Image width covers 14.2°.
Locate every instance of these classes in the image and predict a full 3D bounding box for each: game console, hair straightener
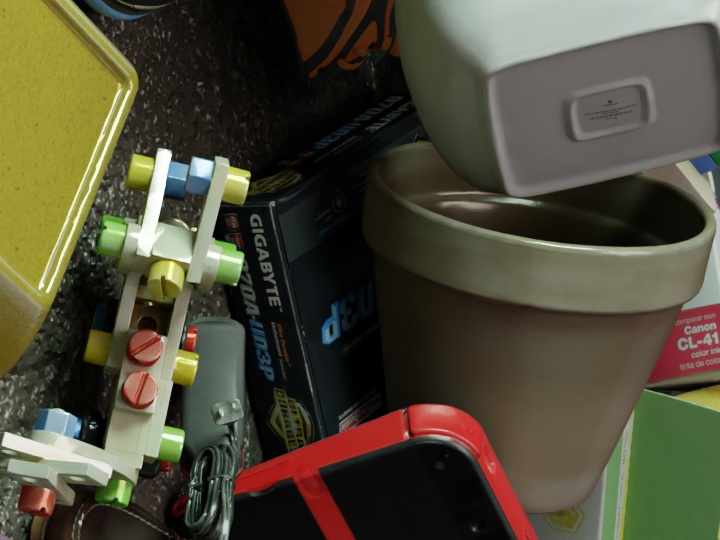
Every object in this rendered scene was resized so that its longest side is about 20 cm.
[{"bbox_3d":[0.011,0.171,1.618,0.031,0.176,0.200,-91,158,-54],"label":"game console"},{"bbox_3d":[-0.082,0.100,1.506,0.077,0.041,0.200,94,1,-48],"label":"hair straightener"}]

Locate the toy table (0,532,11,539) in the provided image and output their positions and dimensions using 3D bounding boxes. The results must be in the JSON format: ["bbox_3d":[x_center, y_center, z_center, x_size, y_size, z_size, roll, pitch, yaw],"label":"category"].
[{"bbox_3d":[-0.157,0.228,1.408,0.184,0.117,0.201,-12,100,-55],"label":"toy table"}]

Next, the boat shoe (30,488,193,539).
[{"bbox_3d":[-0.096,0.177,1.538,0.200,0.070,0.071,46,55,-44],"label":"boat shoe"}]

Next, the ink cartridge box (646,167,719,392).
[{"bbox_3d":[0.237,-0.020,1.976,0.147,0.085,0.201,5,77,-56],"label":"ink cartridge box"}]

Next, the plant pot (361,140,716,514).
[{"bbox_3d":[0.089,0.036,1.643,0.200,0.200,0.174,-19,123,-54],"label":"plant pot"}]

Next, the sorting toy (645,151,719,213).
[{"bbox_3d":[0.166,-0.165,1.718,0.199,0.069,0.200,45,28,-44],"label":"sorting toy"}]

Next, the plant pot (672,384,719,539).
[{"bbox_3d":[0.242,0.156,1.947,0.200,0.200,0.142,6,66,-55],"label":"plant pot"}]

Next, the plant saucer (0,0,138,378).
[{"bbox_3d":[-0.185,-0.075,1.422,0.200,0.048,0.200,48,53,-46],"label":"plant saucer"}]

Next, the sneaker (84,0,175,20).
[{"bbox_3d":[-0.137,-0.199,1.451,0.200,0.083,0.071,46,40,-48],"label":"sneaker"}]

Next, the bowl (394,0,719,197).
[{"bbox_3d":[0.123,-0.113,1.538,0.200,0.199,0.075,76,3,-58],"label":"bowl"}]

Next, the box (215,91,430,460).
[{"bbox_3d":[0.000,0.000,1.693,0.200,0.046,0.159,-34,118,-51],"label":"box"}]

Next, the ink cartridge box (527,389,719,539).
[{"bbox_3d":[0.154,0.136,1.756,0.048,0.200,0.146,-43,143,-47],"label":"ink cartridge box"}]

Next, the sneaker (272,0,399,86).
[{"bbox_3d":[0.022,-0.135,1.663,0.112,0.078,0.200,-45,112,5],"label":"sneaker"}]

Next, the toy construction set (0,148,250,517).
[{"bbox_3d":[-0.115,0.042,1.466,0.092,0.131,0.200,27,73,-4],"label":"toy construction set"}]
